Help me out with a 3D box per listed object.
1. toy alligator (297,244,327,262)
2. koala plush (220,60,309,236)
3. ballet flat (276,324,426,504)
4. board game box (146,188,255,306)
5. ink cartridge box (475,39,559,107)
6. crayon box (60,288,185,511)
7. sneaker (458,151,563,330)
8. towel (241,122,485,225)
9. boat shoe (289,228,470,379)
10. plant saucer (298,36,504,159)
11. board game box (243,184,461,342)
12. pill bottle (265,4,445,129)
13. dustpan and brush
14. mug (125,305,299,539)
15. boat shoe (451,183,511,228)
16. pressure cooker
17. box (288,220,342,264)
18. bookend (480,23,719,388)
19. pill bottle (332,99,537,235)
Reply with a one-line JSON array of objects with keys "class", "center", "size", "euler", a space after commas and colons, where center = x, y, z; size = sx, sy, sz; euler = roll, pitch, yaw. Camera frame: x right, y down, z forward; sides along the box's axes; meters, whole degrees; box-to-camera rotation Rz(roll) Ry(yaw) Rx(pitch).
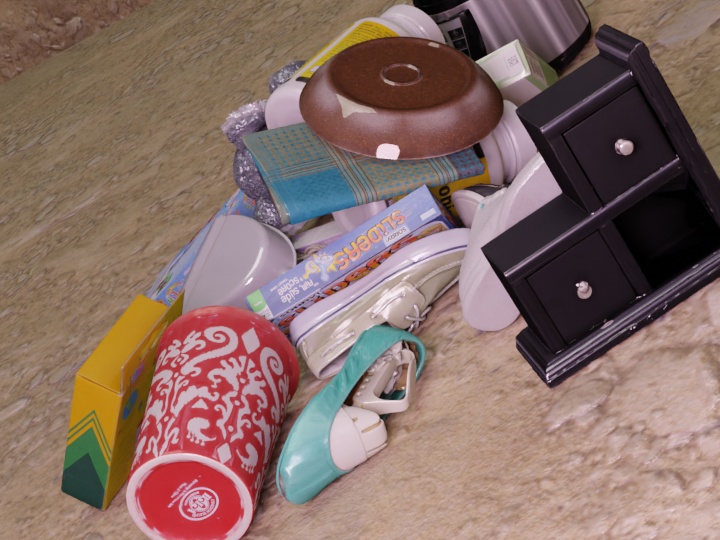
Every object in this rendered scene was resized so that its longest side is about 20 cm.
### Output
[{"class": "toy alligator", "center": [-0.119, 0.021, 1.804], "size": [0.199, 0.059, 0.054], "euler": [-21, 23, 31]}, {"class": "koala plush", "center": [-0.062, -0.135, 1.862], "size": [0.200, 0.178, 0.183], "euler": [-24, 17, -40]}, {"class": "ballet flat", "center": [0.000, 0.116, 1.406], "size": [0.070, 0.068, 0.200], "euler": [-1, 38, 33]}, {"class": "board game box", "center": [-0.181, -0.015, 1.929], "size": [0.200, 0.037, 0.151], "euler": [-45, 11, 30]}, {"class": "ink cartridge box", "center": [0.110, -0.166, 1.797], "size": [0.199, 0.048, 0.145], "euler": [-25, -15, 18]}, {"class": "crayon box", "center": [-0.224, 0.114, 1.588], "size": [0.127, 0.051, 0.201], "euler": [-57, -13, -48]}, {"class": "sneaker", "center": [0.132, -0.049, 1.431], "size": [0.200, 0.075, 0.089], "euler": [-59, 28, 28]}, {"class": "towel", "center": [0.001, -0.106, 1.590], "size": [0.199, 0.022, 0.147], "euler": [-13, 38, -12]}, {"class": "boat shoe", "center": [0.030, 0.033, 1.560], "size": [0.200, 0.062, 0.072], "euler": [-32, -25, 7]}, {"class": "plant saucer", "center": [0.040, -0.176, 1.626], "size": [0.199, 0.037, 0.201], "euler": [0, 38, 0]}, {"class": "board game box", "center": [0.000, 0.000, 1.596], "size": [0.200, 0.035, 0.135], "euler": [-32, -18, 8]}, {"class": "pill bottle", "center": [0.001, -0.192, 1.761], "size": [0.112, 0.113, 0.200], "euler": [-8, 30, 50]}, {"class": "dustpan and brush", "center": [-0.095, 0.005, 1.728], "size": [0.200, 0.057, 0.140], "euler": [-6, 54, 48]}, {"class": "mug", "center": [-0.132, 0.158, 1.473], "size": [0.133, 0.178, 0.200], "euler": [8, 32, 1]}, {"class": "boat shoe", "center": [0.153, -0.049, 1.531], "size": [0.060, 0.074, 0.200], "euler": [-39, 24, -15]}, {"class": "pressure cooker", "center": [0.153, -0.319, 1.962], "size": [0.175, 0.200, 0.179], "euler": [-26, 22, 17]}, {"class": "box", "center": [-0.041, -0.023, 1.816], "size": [0.199, 0.039, 0.041], "euler": [-19, 26, 36]}, {"class": "bookend", "center": [0.172, -0.052, 1.323], "size": [0.198, 0.200, 0.092], "euler": [-33, 20, 0]}, {"class": "pill bottle", "center": [0.072, -0.100, 1.680], "size": [0.199, 0.112, 0.111], "euler": [-24, 16, -22]}]
